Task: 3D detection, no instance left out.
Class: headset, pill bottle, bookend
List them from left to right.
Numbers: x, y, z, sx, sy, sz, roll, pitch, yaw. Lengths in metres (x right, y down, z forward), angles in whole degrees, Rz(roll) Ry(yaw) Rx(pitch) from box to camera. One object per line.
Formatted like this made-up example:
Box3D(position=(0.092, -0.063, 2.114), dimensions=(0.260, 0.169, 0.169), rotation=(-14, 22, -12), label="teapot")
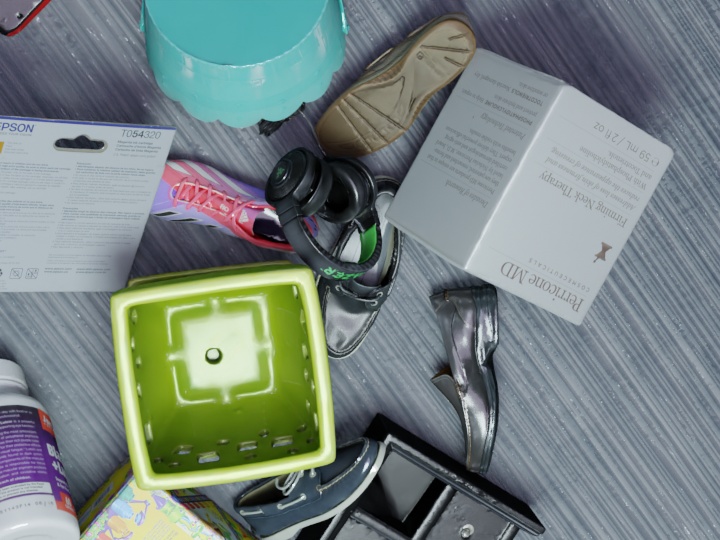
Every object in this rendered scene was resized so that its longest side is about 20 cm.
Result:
Box3D(position=(-0.351, 0.191, 1.639), dimensions=(0.111, 0.111, 0.200), rotation=(-20, 59, -4), label="pill bottle")
Box3D(position=(-0.049, -0.079, 1.655), dimensions=(0.094, 0.123, 0.200), rotation=(-29, 68, 36), label="headset")
Box3D(position=(0.051, 0.290, 1.752), dimensions=(0.199, 0.092, 0.200), rotation=(33, 94, -10), label="bookend")

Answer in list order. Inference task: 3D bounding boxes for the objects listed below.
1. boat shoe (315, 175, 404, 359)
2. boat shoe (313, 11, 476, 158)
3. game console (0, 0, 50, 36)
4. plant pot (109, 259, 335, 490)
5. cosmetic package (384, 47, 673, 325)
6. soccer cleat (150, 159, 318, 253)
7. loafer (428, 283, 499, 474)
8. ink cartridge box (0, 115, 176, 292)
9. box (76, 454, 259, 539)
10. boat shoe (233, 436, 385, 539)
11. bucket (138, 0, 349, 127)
Box3D(position=(0.002, 0.001, 1.718), dimensions=(0.074, 0.066, 0.199), rotation=(23, 95, -10), label="boat shoe")
Box3D(position=(0.036, -0.189, 1.698), dimensions=(0.200, 0.065, 0.072), rotation=(-41, 107, 19), label="boat shoe")
Box3D(position=(-0.358, -0.360, 1.646), dimensions=(0.177, 0.031, 0.200), rotation=(-44, 100, 6), label="game console")
Box3D(position=(-0.138, 0.091, 1.656), dimensions=(0.200, 0.181, 0.199), rotation=(-7, 99, -6), label="plant pot")
Box3D(position=(0.166, -0.084, 1.652), dimensions=(0.167, 0.166, 0.200), rotation=(25, 95, -34), label="cosmetic package")
Box3D(position=(-0.138, -0.065, 1.687), dimensions=(0.200, 0.076, 0.067), rotation=(18, 96, -9), label="soccer cleat")
Box3D(position=(0.109, 0.115, 1.751), dimensions=(0.072, 0.073, 0.200), rotation=(-1, 89, 2), label="loafer")
Box3D(position=(-0.296, -0.068, 1.609), dimensions=(0.196, 0.043, 0.200), rotation=(1, 123, -36), label="ink cartridge box")
Box3D(position=(-0.220, 0.323, 1.709), dimensions=(0.193, 0.122, 0.200), rotation=(42, 91, -10), label="box")
Box3D(position=(-0.054, 0.216, 1.704), dimensions=(0.062, 0.075, 0.200), rotation=(42, 134, -15), label="boat shoe")
Box3D(position=(-0.114, -0.252, 1.600), dimensions=(0.207, 0.135, 0.207), rotation=(0, 74, -1), label="bucket")
